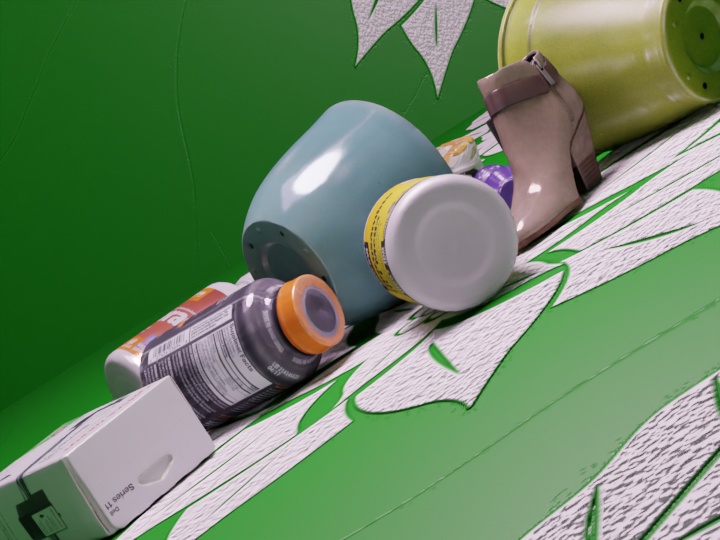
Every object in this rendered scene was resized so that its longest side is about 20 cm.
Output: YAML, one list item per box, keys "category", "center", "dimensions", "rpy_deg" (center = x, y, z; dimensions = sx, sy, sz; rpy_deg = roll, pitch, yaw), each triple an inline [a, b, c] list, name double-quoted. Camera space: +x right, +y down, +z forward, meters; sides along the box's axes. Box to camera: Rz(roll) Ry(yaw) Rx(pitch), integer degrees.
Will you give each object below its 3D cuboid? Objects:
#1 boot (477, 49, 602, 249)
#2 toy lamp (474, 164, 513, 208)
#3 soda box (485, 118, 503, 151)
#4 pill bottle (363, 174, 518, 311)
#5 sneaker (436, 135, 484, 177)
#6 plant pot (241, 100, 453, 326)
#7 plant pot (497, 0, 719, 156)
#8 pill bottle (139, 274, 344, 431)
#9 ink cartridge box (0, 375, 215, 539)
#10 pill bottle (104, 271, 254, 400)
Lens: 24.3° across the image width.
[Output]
- category: "boot"
  center: [0.155, -0.119, 1.567]
  dimensions: [0.070, 0.147, 0.200]
  rpy_deg: [-25, 9, 37]
- category: "toy lamp"
  center: [0.150, -0.083, 1.756]
  dimensions: [0.058, 0.059, 0.200]
  rpy_deg: [-32, 3, 1]
- category: "soda box"
  center: [0.267, -0.223, 2.200]
  dimensions: [0.199, 0.071, 0.063]
  rpy_deg: [-30, 5, 24]
- category: "pill bottle"
  center: [0.063, -0.025, 1.456]
  dimensions: [0.112, 0.113, 0.200]
  rpy_deg: [-33, 5, -6]
- category: "sneaker"
  center: [0.090, -0.074, 1.850]
  dimensions: [0.075, 0.088, 0.200]
  rpy_deg: [-15, 18, 41]
- category: "plant pot"
  center: [-0.020, -0.039, 1.639]
  dimensions: [0.161, 0.201, 0.200]
  rpy_deg: [-41, 10, -33]
- category: "plant pot"
  center: [0.273, -0.219, 1.669]
  dimensions: [0.200, 0.202, 0.192]
  rpy_deg: [-36, 18, -33]
- category: "pill bottle"
  center: [-0.108, 0.075, 1.582]
  dimensions: [0.199, 0.107, 0.106]
  rpy_deg: [-28, 7, 33]
- category: "ink cartridge box"
  center: [-0.247, 0.185, 1.515]
  dimensions: [0.199, 0.084, 0.146]
  rpy_deg: [-25, 10, 47]
- category: "pill bottle"
  center: [-0.160, 0.084, 1.744]
  dimensions: [0.199, 0.113, 0.112]
  rpy_deg: [-36, 7, -30]
